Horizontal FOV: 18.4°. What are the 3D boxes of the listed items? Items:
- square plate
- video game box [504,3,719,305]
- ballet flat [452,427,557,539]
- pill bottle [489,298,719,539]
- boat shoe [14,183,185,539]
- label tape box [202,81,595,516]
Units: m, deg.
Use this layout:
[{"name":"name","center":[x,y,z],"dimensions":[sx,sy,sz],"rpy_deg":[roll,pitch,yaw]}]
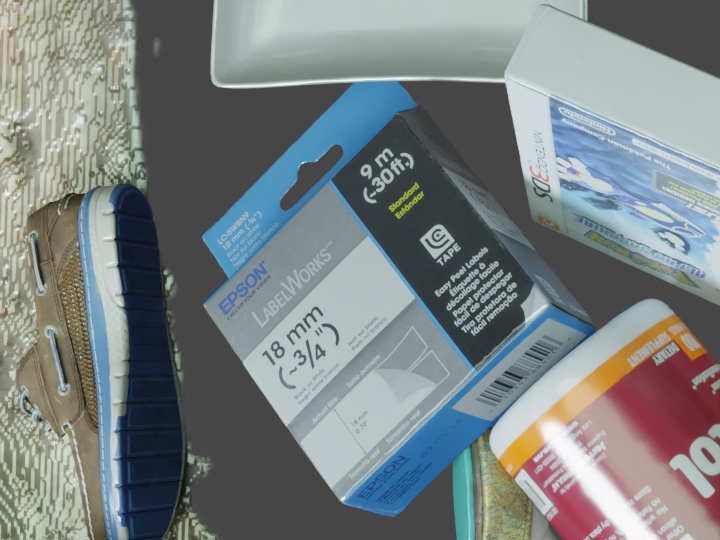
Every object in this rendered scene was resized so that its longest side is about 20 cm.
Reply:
[{"name":"square plate","center":[0.023,-0.191,1.140],"dimensions":[0.200,0.028,0.198],"rpy_deg":[1,85,18]},{"name":"video game box","center":[0.167,-0.032,1.026],"dimensions":[0.200,0.182,0.047],"rpy_deg":[25,78,16]},{"name":"ballet flat","center":[0.076,0.173,1.128],"dimensions":[0.071,0.071,0.200],"rpy_deg":[2,92,18]},{"name":"pill bottle","center":[0.164,0.121,1.067],"dimensions":[0.113,0.113,0.200],"rpy_deg":[-43,80,15]},{"name":"boat shoe","center":[-0.142,0.057,1.195],"dimensions":[0.072,0.072,0.200],"rpy_deg":[-8,79,23]},{"name":"label tape box","center":[0.000,0.000,1.114],"dimensions":[0.144,0.063,0.200],"rpy_deg":[-44,61,14]}]
